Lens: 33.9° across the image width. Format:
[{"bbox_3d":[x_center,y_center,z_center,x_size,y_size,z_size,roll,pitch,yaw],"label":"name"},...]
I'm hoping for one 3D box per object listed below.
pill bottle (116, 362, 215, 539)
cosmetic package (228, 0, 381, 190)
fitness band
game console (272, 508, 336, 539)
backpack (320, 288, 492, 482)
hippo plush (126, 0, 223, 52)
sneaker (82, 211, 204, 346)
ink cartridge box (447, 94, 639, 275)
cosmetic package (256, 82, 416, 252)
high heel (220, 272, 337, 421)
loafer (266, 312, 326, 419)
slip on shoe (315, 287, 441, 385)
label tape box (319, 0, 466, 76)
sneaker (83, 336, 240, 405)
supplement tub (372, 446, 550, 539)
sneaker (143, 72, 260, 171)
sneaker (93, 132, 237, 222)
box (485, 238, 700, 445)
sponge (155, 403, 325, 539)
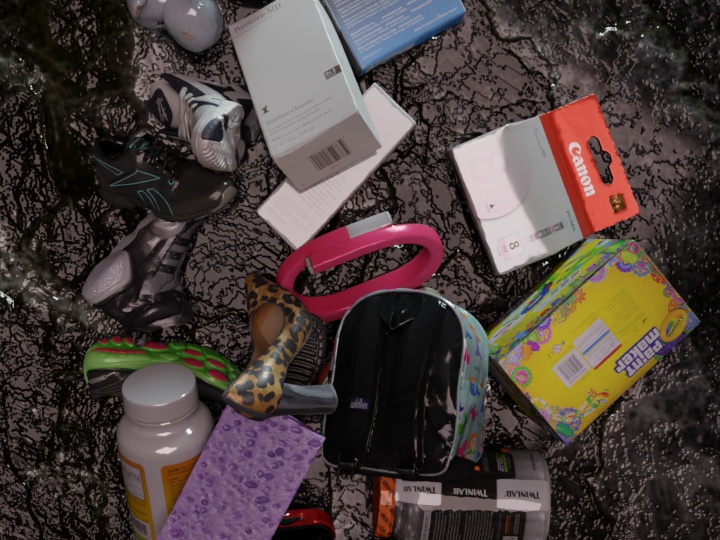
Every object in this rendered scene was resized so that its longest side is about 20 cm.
[{"bbox_3d":[-0.214,0.210,1.328,0.109,0.111,0.202,-5,119,-4],"label":"pill bottle"},{"bbox_3d":[-0.063,-0.205,1.313,0.112,0.081,0.202,-28,60,8],"label":"cosmetic package"},{"bbox_3d":[0.000,0.000,1.362,0.198,0.144,0.038,-20,58,1],"label":"fitness band"},{"bbox_3d":[-0.130,0.358,1.360,0.197,0.031,0.179,1,116,-25],"label":"game console"},{"bbox_3d":[0.055,0.125,1.293,0.175,0.150,0.203,0,82,28],"label":"backpack"},{"bbox_3d":[-0.198,-0.343,1.331,0.199,0.159,0.162,34,88,-4],"label":"hippo plush"},{"bbox_3d":[-0.222,-0.005,1.382,0.200,0.075,0.114,-46,112,-18],"label":"sneaker"},{"bbox_3d":[0.223,-0.105,1.420,0.198,0.057,0.164,-22,92,2],"label":"ink cartridge box"},{"bbox_3d":[-0.029,-0.116,1.376,0.071,0.101,0.200,43,87,-2],"label":"cosmetic package"},{"bbox_3d":[-0.117,0.072,1.265,0.072,0.141,0.201,-51,53,29],"label":"high heel"},{"bbox_3d":[-0.096,0.139,1.386,0.072,0.071,0.202,22,98,-4],"label":"loafer"},{"bbox_3d":[0.020,0.091,1.404,0.200,0.061,0.074,-43,115,-14],"label":"slip on shoe"},{"bbox_3d":[0.015,-0.354,1.393,0.142,0.066,0.202,-28,90,-3],"label":"label tape box"},{"bbox_3d":[-0.227,0.133,1.391,0.197,0.077,0.085,10,112,-3],"label":"sneaker"},{"bbox_3d":[0.115,0.267,1.382,0.197,0.123,0.125,4,91,-5],"label":"supplement tub"},{"bbox_3d":[-0.191,-0.169,1.326,0.128,0.200,0.080,8,118,7],"label":"sneaker"},{"bbox_3d":[-0.227,-0.106,1.327,0.198,0.075,0.080,9,127,31],"label":"sneaker"},{"bbox_3d":[0.248,0.073,1.352,0.200,0.193,0.122,-41,95,-1],"label":"box"},{"bbox_3d":[-0.130,0.237,1.265,0.111,0.030,0.202,29,92,4],"label":"sponge"}]
